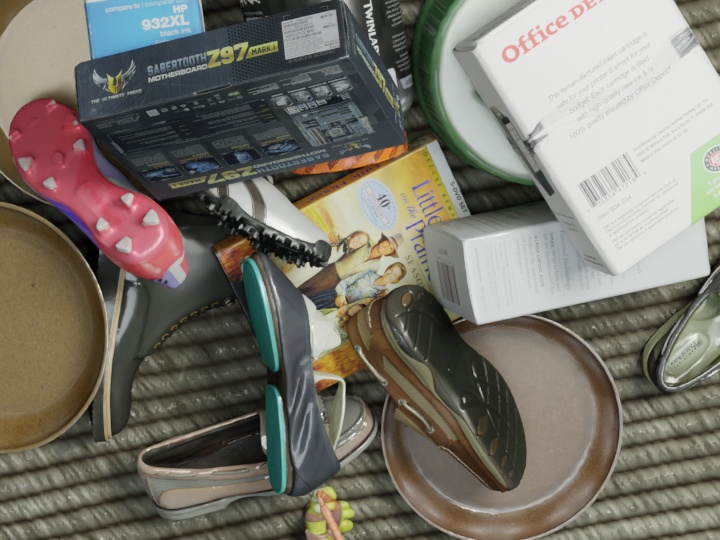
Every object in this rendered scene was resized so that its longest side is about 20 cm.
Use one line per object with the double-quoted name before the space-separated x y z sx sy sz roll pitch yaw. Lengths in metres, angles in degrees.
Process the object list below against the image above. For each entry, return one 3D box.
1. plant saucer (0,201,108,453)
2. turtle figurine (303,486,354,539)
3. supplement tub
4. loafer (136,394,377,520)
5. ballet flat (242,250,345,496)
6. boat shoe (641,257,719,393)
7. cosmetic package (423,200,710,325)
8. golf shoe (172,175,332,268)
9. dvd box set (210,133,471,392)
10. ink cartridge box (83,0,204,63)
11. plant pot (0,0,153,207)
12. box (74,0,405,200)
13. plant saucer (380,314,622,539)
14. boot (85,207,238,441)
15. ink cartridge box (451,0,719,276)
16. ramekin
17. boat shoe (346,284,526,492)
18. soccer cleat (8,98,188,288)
"plant saucer" -0.285 0.042 1.586 0.199 0.035 0.201 2 99 15
"turtle figurine" -0.028 0.258 1.626 0.064 0.161 0.201 -12 102 2
"supplement tub" -0.027 -0.182 1.554 0.122 0.123 0.201 -11 101 1
"loafer" -0.086 0.144 1.640 0.199 0.072 0.063 -21 133 6
"ballet flat" -0.047 0.077 1.573 0.073 0.073 0.201 -7 104 0
"boat shoe" 0.308 0.025 1.633 0.072 0.066 0.201 41 98 -8
"cosmetic package" 0.161 -0.017 1.582 0.199 0.102 0.074 -13 102 -15
"golf shoe" -0.093 -0.080 1.551 0.200 0.078 0.095 34 80 13
"dvd box set" 0.000 0.000 1.616 0.199 0.029 0.147 -27 108 -6
"ink cartridge box" -0.164 -0.227 1.495 0.083 0.145 0.201 -9 76 -2
"plant pot" -0.214 -0.146 1.607 0.199 0.027 0.201 0 101 -2
"box" -0.082 -0.118 1.435 0.199 0.158 0.051 -12 68 13
"plant saucer" 0.116 0.128 1.666 0.199 0.032 0.201 0 103 -1
"boot" -0.152 0.044 1.630 0.138 0.078 0.201 0 115 -17
"ink cartridge box" 0.183 -0.120 1.480 0.145 0.084 0.200 -34 100 -4
"ramekin" 0.140 -0.161 1.574 0.199 0.098 0.201 0 102 -1
"boat shoe" 0.061 0.096 1.611 0.074 0.076 0.200 -19 117 35
"soccer cleat" -0.203 -0.058 1.549 0.067 0.077 0.200 -43 56 -8
